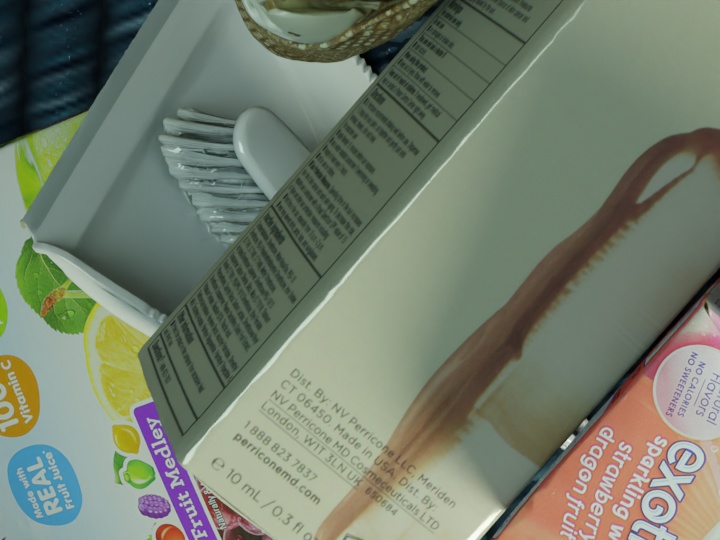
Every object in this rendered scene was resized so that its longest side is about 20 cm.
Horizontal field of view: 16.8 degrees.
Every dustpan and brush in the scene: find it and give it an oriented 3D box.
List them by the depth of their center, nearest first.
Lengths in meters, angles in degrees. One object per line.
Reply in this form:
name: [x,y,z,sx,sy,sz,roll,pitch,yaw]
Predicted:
dustpan and brush: [0.000,0.000,0.799,0.057,0.140,0.200,-17,126,44]

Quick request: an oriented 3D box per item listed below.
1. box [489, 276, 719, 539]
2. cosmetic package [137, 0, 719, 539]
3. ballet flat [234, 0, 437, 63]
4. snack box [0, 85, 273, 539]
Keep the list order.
box: [0.122,0.052,0.702,0.095,0.200,0.103,42,112,7]
cosmetic package: [0.036,-0.010,0.699,0.087,0.103,0.200,39,96,-18]
ballet flat: [0.003,-0.102,0.688,0.200,0.065,0.071,-25,90,53]
snack box: [-0.117,0.043,0.862,0.199,0.068,0.169,-21,94,24]
